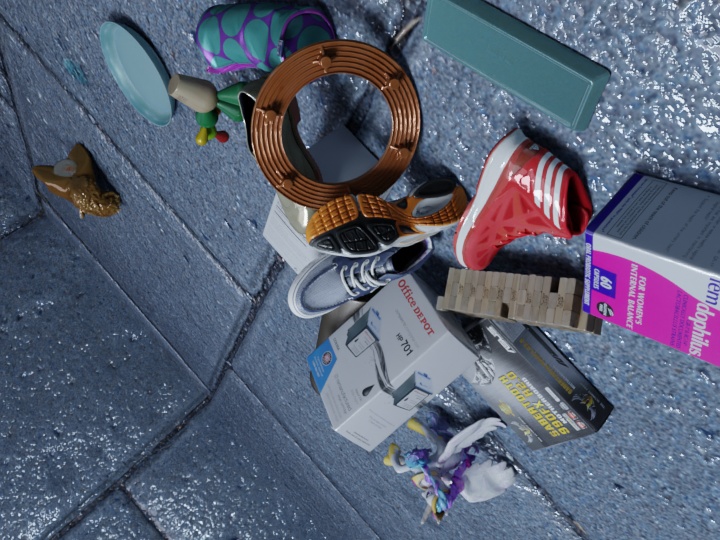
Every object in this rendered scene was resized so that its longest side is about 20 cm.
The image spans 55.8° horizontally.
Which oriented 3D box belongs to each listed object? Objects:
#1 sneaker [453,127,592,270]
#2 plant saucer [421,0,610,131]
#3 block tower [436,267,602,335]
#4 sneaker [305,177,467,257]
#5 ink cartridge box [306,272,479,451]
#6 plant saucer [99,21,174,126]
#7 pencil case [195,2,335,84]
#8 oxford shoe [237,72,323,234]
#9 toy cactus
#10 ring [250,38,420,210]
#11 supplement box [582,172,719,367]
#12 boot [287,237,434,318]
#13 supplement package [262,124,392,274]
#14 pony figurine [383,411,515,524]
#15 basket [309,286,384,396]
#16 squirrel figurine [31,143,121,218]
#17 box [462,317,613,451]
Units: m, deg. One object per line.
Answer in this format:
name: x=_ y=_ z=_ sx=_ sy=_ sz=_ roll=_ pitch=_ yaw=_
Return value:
sneaker: x=0.173 y=-0.044 z=0.733 sx=0.115 sy=0.078 sz=0.201 roll=39 pitch=152 yaw=22
plant saucer: x=0.138 y=-0.205 z=0.649 sx=0.199 sy=0.019 sz=0.070 roll=38 pitch=150 yaw=20
block tower: x=0.183 y=0.033 z=0.802 sx=0.054 sy=0.058 sz=0.199 roll=18 pitch=170 yaw=-42
sneaker: x=0.029 y=-0.050 z=0.824 sx=0.092 sy=0.198 sz=0.076 roll=124 pitch=132 yaw=-70
ink cartridge box: x=0.039 y=0.118 z=0.923 sx=0.086 sy=0.200 sz=0.147 roll=37 pitch=-166 yaw=-38
plant saucer: x=-0.400 y=-0.359 z=1.236 sx=0.199 sy=0.027 sz=0.201 roll=35 pitch=148 yaw=25
pencil case: x=-0.125 y=-0.287 z=0.857 sx=0.199 sy=0.085 sz=0.093 roll=23 pitch=107 yaw=43
oxford shoe: x=-0.101 y=-0.130 z=0.817 sx=0.070 sy=0.074 sz=0.202 roll=-6 pitch=111 yaw=36
toy cactus: x=-0.199 y=-0.229 z=0.978 sx=0.164 sy=0.103 sz=0.199 roll=14 pitch=171 yaw=-42
ring: x=-0.025 y=-0.157 z=0.771 sx=0.019 sy=0.199 sz=0.202 roll=-115 pitch=5 yaw=-55
supplement box: x=0.303 y=0.007 z=0.579 sx=0.199 sy=0.103 sz=0.102 roll=24 pitch=142 yaw=37
boot: x=0.000 y=0.000 z=0.895 sx=0.073 sy=0.199 sz=0.090 roll=61 pitch=162 yaw=-17
supplement package: x=-0.050 y=-0.088 z=0.964 sx=0.110 sy=0.114 sz=0.200 roll=47 pitch=150 yaw=7
pony figurine: x=0.145 y=0.318 z=1.135 sx=0.200 sy=0.192 sz=0.168 roll=38 pitch=154 yaw=61
basket: x=0.003 y=0.085 z=1.064 sx=0.136 sy=0.179 sz=0.201 roll=42 pitch=144 yaw=36
squirrel figurine: x=-0.735 y=-0.202 z=1.809 sx=0.200 sy=0.141 sz=0.187 roll=41 pitch=158 yaw=20
box: x=0.219 y=0.147 z=0.929 sx=0.200 sy=0.048 sz=0.158 roll=48 pitch=152 yaw=5
